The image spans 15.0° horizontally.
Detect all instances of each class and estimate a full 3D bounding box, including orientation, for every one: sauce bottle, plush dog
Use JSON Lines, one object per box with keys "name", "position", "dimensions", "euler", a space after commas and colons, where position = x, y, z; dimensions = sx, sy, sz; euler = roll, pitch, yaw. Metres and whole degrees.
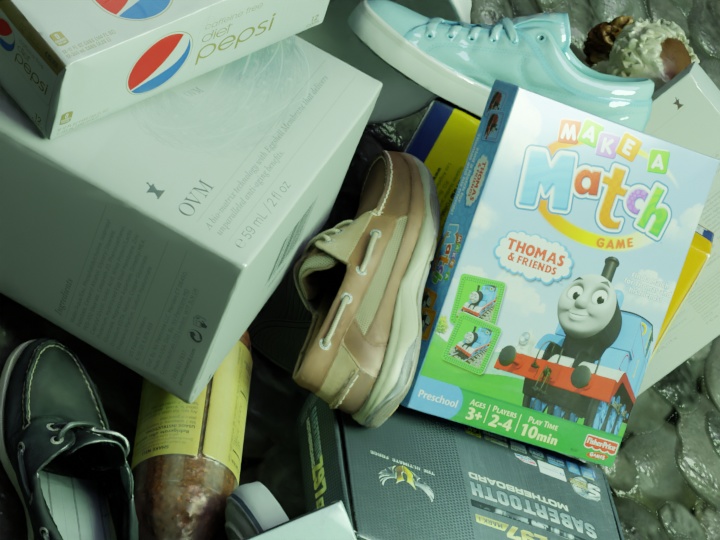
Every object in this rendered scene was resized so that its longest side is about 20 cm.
{"name": "sauce bottle", "position": [-0.102, 0.117, 1.563], "dimensions": [0.066, 0.066, 0.200], "euler": [29, 48, -25]}
{"name": "plush dog", "position": [0.182, -0.083, 1.932], "dimensions": [0.172, 0.160, 0.200], "euler": [-46, 123, -66]}

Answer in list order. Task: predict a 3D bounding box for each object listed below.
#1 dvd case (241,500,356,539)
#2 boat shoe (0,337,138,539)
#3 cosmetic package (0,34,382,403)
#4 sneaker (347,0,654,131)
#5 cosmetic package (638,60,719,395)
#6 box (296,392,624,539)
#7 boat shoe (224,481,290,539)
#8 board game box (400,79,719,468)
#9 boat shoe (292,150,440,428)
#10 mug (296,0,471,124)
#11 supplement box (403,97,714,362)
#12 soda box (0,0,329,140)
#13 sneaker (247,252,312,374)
{"name": "dvd case", "position": [-0.075, 0.225, 1.448], "dimensions": [0.200, 0.022, 0.146], "euler": [-21, 89, -13]}
{"name": "boat shoe", "position": [-0.155, 0.118, 1.510], "dimensions": [0.074, 0.066, 0.200], "euler": [18, 52, -32]}
{"name": "cosmetic package", "position": [-0.125, -0.066, 1.579], "dimensions": [0.200, 0.123, 0.199], "euler": [28, 42, 5]}
{"name": "sneaker", "position": [0.093, -0.135, 1.716], "dimensions": [0.200, 0.082, 0.074], "euler": [27, 11, -4]}
{"name": "cosmetic package", "position": [0.192, -0.019, 1.824], "dimensions": [0.151, 0.200, 0.052], "euler": [50, 19, -6]}
{"name": "box", "position": [0.063, 0.150, 1.608], "dimensions": [0.200, 0.051, 0.158], "euler": [21, 30, -19]}
{"name": "boat shoe", "position": [-0.051, 0.221, 1.502], "dimensions": [0.086, 0.075, 0.202], "euler": [-21, 87, -13]}
{"name": "board game box", "position": [0.116, 0.004, 1.641], "dimensions": [0.151, 0.037, 0.200], "euler": [17, 93, -26]}
{"name": "boat shoe", "position": [0.000, 0.000, 1.622], "dimensions": [0.072, 0.076, 0.200], "euler": [19, 44, -12]}
{"name": "mug", "position": [-0.024, -0.212, 1.818], "dimensions": [0.200, 0.148, 0.176], "euler": [8, 43, -3]}
{"name": "supplement box", "position": [0.114, -0.021, 1.752], "dimensions": [0.200, 0.110, 0.109], "euler": [30, 11, 4]}
{"name": "soda box", "position": [-0.108, -0.147, 1.516], "dimensions": [0.200, 0.064, 0.068], "euler": [-27, 64, -33]}
{"name": "sneaker", "position": [-0.007, 0.024, 1.724], "dimensions": [0.200, 0.075, 0.106], "euler": [37, 24, -8]}
